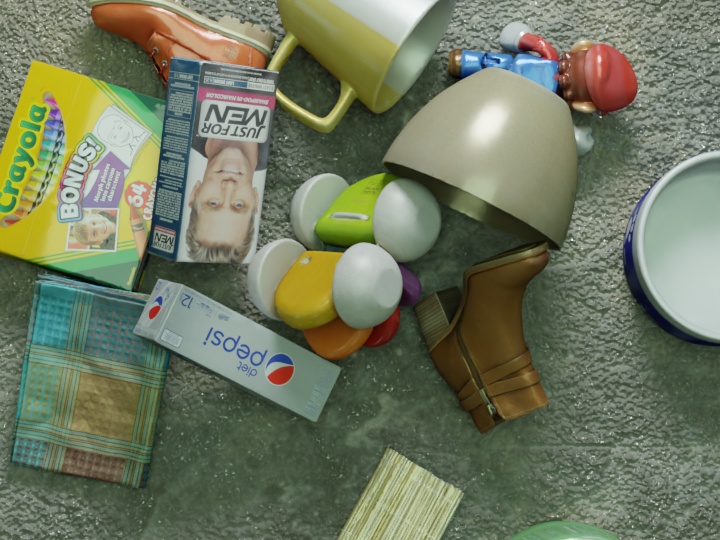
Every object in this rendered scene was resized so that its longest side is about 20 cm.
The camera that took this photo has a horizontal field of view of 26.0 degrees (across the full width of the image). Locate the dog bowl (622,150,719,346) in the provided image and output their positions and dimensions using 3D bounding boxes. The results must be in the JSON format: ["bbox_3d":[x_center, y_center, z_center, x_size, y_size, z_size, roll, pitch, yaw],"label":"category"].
[{"bbox_3d":[0.380,-0.021,1.640,0.199,0.079,0.201,0,83,-4],"label":"dog bowl"}]

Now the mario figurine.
[{"bbox_3d":[0.195,-0.193,1.667,0.199,0.106,0.124,1,118,7],"label":"mario figurine"}]

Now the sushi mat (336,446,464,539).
[{"bbox_3d":[0.021,0.293,1.608,0.095,0.012,0.200,29,81,0],"label":"sushi mat"}]

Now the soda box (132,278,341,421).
[{"bbox_3d":[-0.122,0.081,1.560,0.200,0.068,0.064,30,80,-28],"label":"soda box"}]

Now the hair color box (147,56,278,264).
[{"bbox_3d":[-0.149,-0.110,1.582,0.100,0.060,0.201,2,100,-40],"label":"hair color box"}]

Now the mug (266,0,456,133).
[{"bbox_3d":[-0.012,-0.256,1.612,0.153,0.150,0.187,35,51,9],"label":"mug"}]

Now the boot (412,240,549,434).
[{"bbox_3d":[0.145,0.069,1.566,0.077,0.200,0.156,-16,76,-48],"label":"boot"}]

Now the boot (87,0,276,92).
[{"bbox_3d":[-0.199,-0.227,1.637,0.199,0.075,0.108,18,86,-2],"label":"boot"}]

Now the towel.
[{"bbox_3d":[-0.271,0.114,1.581,0.146,0.022,0.201,11,99,-1],"label":"towel"}]

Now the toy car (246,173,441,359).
[{"bbox_3d":[0.000,0.000,1.583,0.150,0.175,0.200,51,58,-36],"label":"toy car"}]

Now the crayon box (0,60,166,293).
[{"bbox_3d":[-0.285,-0.094,1.614,0.172,0.058,0.201,17,83,0],"label":"crayon box"}]

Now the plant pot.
[{"bbox_3d":[0.138,-0.124,1.565,0.200,0.200,0.135,26,88,0],"label":"plant pot"}]

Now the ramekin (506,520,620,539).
[{"bbox_3d":[0.215,0.353,1.568,0.199,0.098,0.201,1,82,-4],"label":"ramekin"}]
